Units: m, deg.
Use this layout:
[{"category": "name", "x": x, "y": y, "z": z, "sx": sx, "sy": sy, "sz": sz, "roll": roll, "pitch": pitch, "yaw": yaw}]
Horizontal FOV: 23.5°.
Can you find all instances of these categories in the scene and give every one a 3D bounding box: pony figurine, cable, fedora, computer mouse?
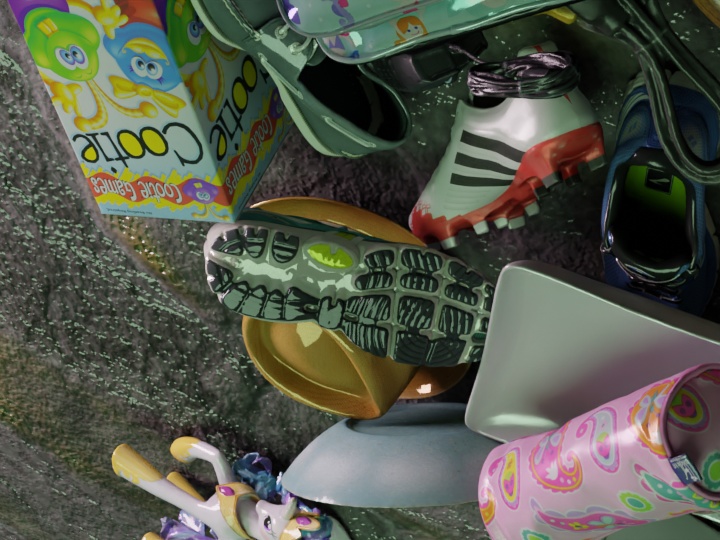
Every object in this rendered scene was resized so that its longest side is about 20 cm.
[{"category": "pony figurine", "x": -0.097, "y": 0.229, "z": 1.411, "sx": 0.199, "sy": 0.166, "sz": 0.195, "roll": 18, "pitch": 135, "yaw": 34}, {"category": "cable", "x": 0.145, "y": -0.140, "z": 0.927, "sx": 0.200, "sy": 0.050, "sz": 0.097, "roll": 41, "pitch": 105, "yaw": -8}, {"category": "fedora", "x": -0.018, "y": 0.041, "z": 1.196, "sx": 0.199, "sy": 0.082, "sz": 0.202, "roll": 15, "pitch": 140, "yaw": 13}, {"category": "computer mouse", "x": 0.062, "y": -0.110, "z": 0.952, "sx": 0.200, "sy": 0.058, "sz": 0.034, "roll": 31, "pitch": 143, "yaw": 62}]

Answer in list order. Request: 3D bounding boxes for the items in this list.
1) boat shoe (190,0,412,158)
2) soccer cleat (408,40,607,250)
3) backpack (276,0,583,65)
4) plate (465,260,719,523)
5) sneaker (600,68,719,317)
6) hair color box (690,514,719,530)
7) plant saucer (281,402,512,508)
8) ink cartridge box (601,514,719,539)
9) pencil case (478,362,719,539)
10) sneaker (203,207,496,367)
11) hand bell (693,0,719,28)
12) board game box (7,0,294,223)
[{"category": "boat shoe", "x": -0.033, "y": -0.141, "z": 1.011, "sx": 0.061, "sy": 0.073, "sz": 0.200, "roll": 13, "pitch": 150, "yaw": 44}, {"category": "soccer cleat", "x": 0.080, "y": -0.072, "z": 1.045, "sx": 0.200, "sy": 0.068, "sz": 0.086, "roll": -35, "pitch": 74, "yaw": 64}, {"category": "backpack", "x": 0.026, "y": -0.212, "z": 0.835, "sx": 0.176, "sy": 0.150, "sz": 0.202, "roll": -12, "pitch": 97, "yaw": 29}, {"category": "plate", "x": 0.170, "y": 0.073, "z": 1.061, "sx": 0.198, "sy": 0.033, "sz": 0.201, "roll": 19, "pitch": 147, "yaw": 8}, {"category": "sneaker", "x": 0.170, "y": -0.018, "z": 1.026, "sx": 0.078, "sy": 0.090, "sz": 0.201, "roll": 11, "pitch": 138, "yaw": 20}, {"category": "hair color box", "x": 0.190, "y": 0.091, "z": 1.156, "sx": 0.198, "sy": 0.061, "sz": 0.099, "roll": 27, "pitch": 141, "yaw": 1}, {"category": "plant saucer", "x": 0.042, "y": 0.121, "z": 1.200, "sx": 0.199, "sy": 0.200, "sz": 0.039, "roll": -1, "pitch": 98, "yaw": 29}, {"category": "ink cartridge box", "x": 0.215, "y": 0.227, "z": 1.224, "sx": 0.199, "sy": 0.086, "sz": 0.147, "roll": 31, "pitch": 164, "yaw": -16}, {"category": "pencil case", "x": 0.154, "y": 0.120, "z": 1.030, "sx": 0.087, "sy": 0.088, "sz": 0.200, "roll": 39, "pitch": 146, "yaw": -15}, {"category": "sneaker", "x": 0.000, "y": 0.000, "z": 1.096, "sx": 0.198, "sy": 0.080, "sz": 0.078, "roll": 18, "pitch": 111, "yaw": -3}, {"category": "hand bell", "x": 0.221, "y": -0.105, "z": 0.898, "sx": 0.201, "sy": 0.104, "sz": 0.104, "roll": 51, "pitch": 137, "yaw": -6}, {"category": "board game box", "x": -0.127, "y": -0.139, "z": 1.047, "sx": 0.104, "sy": 0.103, "sz": 0.201, "roll": 4, "pitch": 135, "yaw": 25}]
